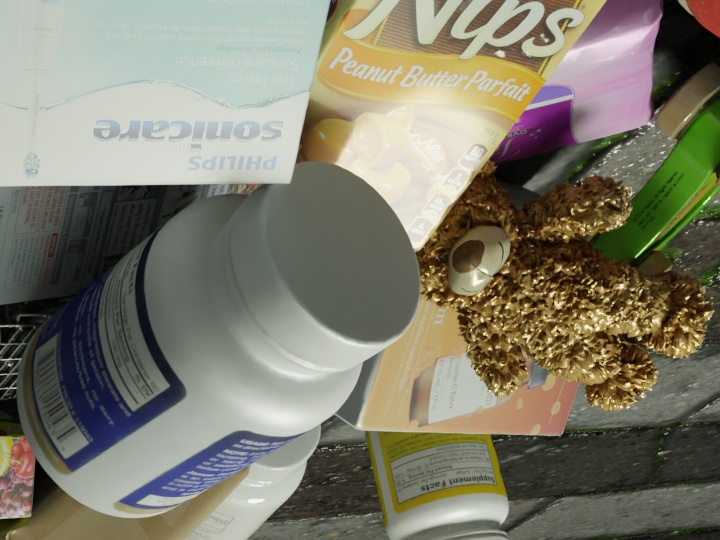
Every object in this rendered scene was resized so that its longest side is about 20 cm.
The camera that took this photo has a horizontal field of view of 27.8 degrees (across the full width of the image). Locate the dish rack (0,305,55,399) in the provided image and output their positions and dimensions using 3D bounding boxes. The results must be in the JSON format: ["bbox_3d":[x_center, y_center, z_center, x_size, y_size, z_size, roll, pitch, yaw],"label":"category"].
[{"bbox_3d":[-0.302,0.050,1.008,0.199,0.055,0.153,2,154,-35],"label":"dish rack"}]

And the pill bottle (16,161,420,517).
[{"bbox_3d":[-0.068,0.033,0.700,0.119,0.120,0.200,9,150,-41],"label":"pill bottle"}]

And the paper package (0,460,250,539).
[{"bbox_3d":[-0.220,0.196,1.164,0.190,0.104,0.200,-23,-163,49],"label":"paper package"}]

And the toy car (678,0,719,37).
[{"bbox_3d":[0.252,-0.144,0.629,0.177,0.200,0.184,-53,148,13],"label":"toy car"}]

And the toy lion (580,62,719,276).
[{"bbox_3d":[0.229,-0.081,0.894,0.191,0.069,0.200,-34,165,-41],"label":"toy lion"}]

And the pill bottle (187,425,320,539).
[{"bbox_3d":[-0.110,0.167,1.287,0.114,0.115,0.200,-1,154,-25],"label":"pill bottle"}]

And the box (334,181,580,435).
[{"bbox_3d":[0.058,0.018,0.955,0.199,0.153,0.106,7,-165,-43],"label":"box"}]

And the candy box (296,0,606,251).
[{"bbox_3d":[0.033,-0.115,0.693,0.115,0.055,0.200,21,118,-33],"label":"candy box"}]

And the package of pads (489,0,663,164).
[{"bbox_3d":[0.067,-0.110,0.811,0.199,0.076,0.121,-15,154,3],"label":"package of pads"}]

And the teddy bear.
[{"bbox_3d":[0.108,0.014,0.827,0.145,0.067,0.200,-29,123,25],"label":"teddy bear"}]

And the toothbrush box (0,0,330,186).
[{"bbox_3d":[-0.087,-0.136,0.567,0.145,0.085,0.201,-3,127,-23],"label":"toothbrush box"}]

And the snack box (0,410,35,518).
[{"bbox_3d":[-0.356,0.135,1.057,0.199,0.068,0.168,3,-176,-28],"label":"snack box"}]

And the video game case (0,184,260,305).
[{"bbox_3d":[-0.116,-0.075,0.724,0.180,0.046,0.201,-7,136,-32],"label":"video game case"}]

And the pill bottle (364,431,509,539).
[{"bbox_3d":[0.068,0.181,1.304,0.113,0.201,0.114,-11,157,-5],"label":"pill bottle"}]
